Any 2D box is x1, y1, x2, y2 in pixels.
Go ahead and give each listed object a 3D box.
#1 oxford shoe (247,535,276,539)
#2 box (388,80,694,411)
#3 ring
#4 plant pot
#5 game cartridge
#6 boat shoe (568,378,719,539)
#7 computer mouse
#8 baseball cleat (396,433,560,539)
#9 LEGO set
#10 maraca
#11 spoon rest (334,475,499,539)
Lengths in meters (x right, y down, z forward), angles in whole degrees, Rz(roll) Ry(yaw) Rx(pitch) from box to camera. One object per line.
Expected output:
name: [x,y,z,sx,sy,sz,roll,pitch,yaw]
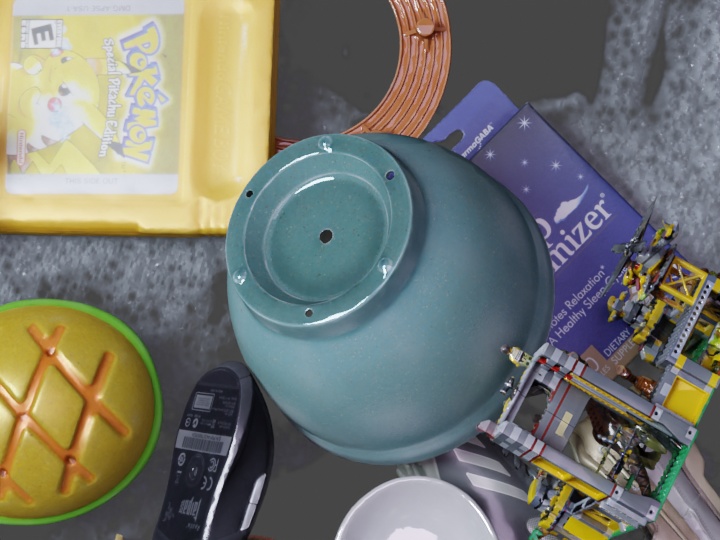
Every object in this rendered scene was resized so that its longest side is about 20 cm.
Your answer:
oxford shoe: [-0.001,0.226,1.036,0.199,0.073,0.072,21,83,1]
box: [0.113,-0.020,1.094,0.200,0.032,0.121,45,84,5]
ring: [-0.038,-0.152,1.113,0.199,0.019,0.202,0,83,-2]
plant pot: [0.000,0.000,0.995,0.199,0.134,0.202,-10,64,22]
game cartridge: [-0.153,-0.110,1.084,0.198,0.032,0.178,0,83,8]
boat shoe: [0.203,0.171,1.053,0.068,0.075,0.201,-29,74,-4]
computer mouse: [-0.106,0.158,1.027,0.046,0.140,0.201,21,72,-32]
baseball cleat: [0.082,0.130,1.064,0.106,0.070,0.201,-23,86,-20]
LEGO set: [0.136,0.061,0.979,0.115,0.154,0.201,30,82,1]
maraca: [-0.220,0.091,1.031,0.198,0.107,0.138,-12,85,-3]
spoon rest: [0.066,0.208,0.982,0.099,0.061,0.200,-42,77,-6]
